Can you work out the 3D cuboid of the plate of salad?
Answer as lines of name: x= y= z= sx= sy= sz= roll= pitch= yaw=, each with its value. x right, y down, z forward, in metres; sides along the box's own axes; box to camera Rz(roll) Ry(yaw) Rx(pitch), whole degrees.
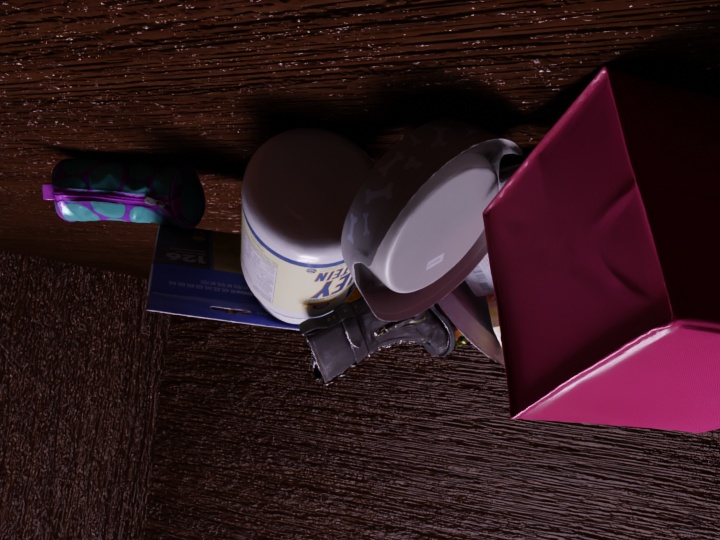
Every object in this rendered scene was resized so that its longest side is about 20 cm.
plate of salad: x=0.141 y=0.053 z=0.919 sx=0.048 sy=0.203 sz=0.198 roll=-44 pitch=148 yaw=22

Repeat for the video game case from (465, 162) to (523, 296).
video game case: x=0.179 y=-0.043 z=0.760 sx=0.177 sy=0.024 sz=0.200 roll=-11 pitch=142 yaw=28

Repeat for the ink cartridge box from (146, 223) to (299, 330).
ink cartridge box: x=-0.165 y=0.002 z=0.852 sx=0.191 sy=0.048 sz=0.200 roll=9 pitch=-162 yaw=-18

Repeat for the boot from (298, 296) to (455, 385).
boot: x=0.018 y=0.077 z=0.794 sx=0.070 sy=0.172 sz=0.202 roll=51 pitch=171 yaw=40

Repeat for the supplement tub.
supplement tub: x=-0.059 y=-0.038 z=0.728 sx=0.140 sy=0.149 sz=0.201 roll=7 pitch=153 yaw=-7

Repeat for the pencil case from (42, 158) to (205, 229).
pencil case: x=-0.308 y=-0.103 z=0.891 sx=0.193 sy=0.088 sz=0.092 roll=4 pitch=-163 yaw=14

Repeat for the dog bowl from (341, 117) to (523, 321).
dog bowl: x=0.064 y=-0.049 z=0.626 sx=0.059 sy=0.202 sz=0.198 roll=45 pitch=-164 yaw=29

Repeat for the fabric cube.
fabric cube: x=0.234 y=0.001 z=0.530 sx=0.193 sy=0.206 sz=0.197 roll=8 pitch=151 yaw=-18

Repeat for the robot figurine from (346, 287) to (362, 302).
robot figurine: x=0.000 y=0.000 z=0.894 sx=0.143 sy=0.203 sz=0.058 roll=34 pitch=139 yaw=-17

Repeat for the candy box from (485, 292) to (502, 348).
candy box: x=0.256 y=0.018 z=0.850 sx=0.195 sy=0.117 sz=0.056 roll=-22 pitch=124 yaw=15
